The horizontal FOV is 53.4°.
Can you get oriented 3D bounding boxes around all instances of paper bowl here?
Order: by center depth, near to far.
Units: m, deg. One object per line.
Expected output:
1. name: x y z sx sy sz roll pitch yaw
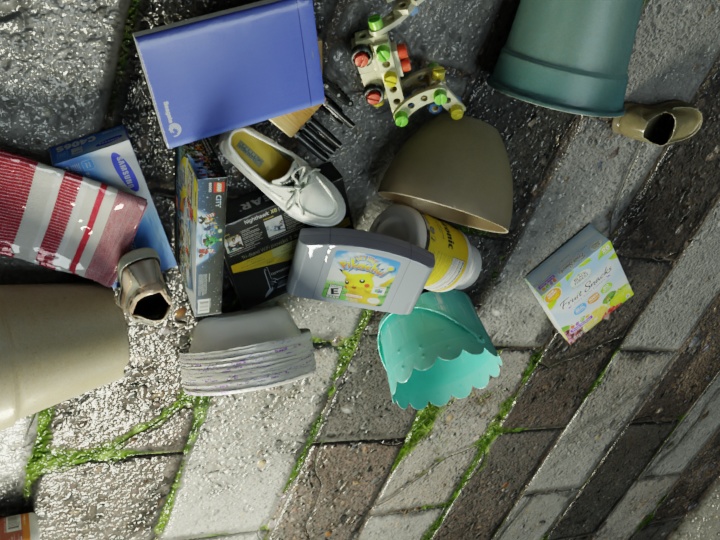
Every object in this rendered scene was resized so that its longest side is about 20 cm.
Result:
1. paper bowl: -0.169 0.114 1.060 0.198 0.200 0.106 -10 92 -23

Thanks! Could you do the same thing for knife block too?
1. knife block: -0.104 -0.215 0.911 0.197 0.064 0.178 -13 130 -21

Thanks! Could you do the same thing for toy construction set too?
1. toy construction set: 0.059 -0.277 0.936 0.129 0.093 0.202 -11 126 11

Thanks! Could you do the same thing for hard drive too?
1. hard drive: -0.142 -0.228 0.817 0.197 0.025 0.133 -20 133 -15

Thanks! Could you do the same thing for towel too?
1. towel: -0.374 -0.061 0.860 0.198 0.023 0.145 19 124 -24

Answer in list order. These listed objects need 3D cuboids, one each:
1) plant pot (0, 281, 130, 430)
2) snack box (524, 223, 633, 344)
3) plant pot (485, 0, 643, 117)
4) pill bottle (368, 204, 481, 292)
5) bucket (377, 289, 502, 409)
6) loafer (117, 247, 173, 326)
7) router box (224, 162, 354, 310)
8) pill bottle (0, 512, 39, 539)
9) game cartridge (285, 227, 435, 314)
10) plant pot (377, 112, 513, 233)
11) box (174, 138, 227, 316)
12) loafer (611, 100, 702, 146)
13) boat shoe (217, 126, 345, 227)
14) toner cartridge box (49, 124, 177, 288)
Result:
1. plant pot: -0.404 0.093 0.914 0.182 0.200 0.203 -12 131 -37
2. snack box: 0.435 0.032 1.419 0.168 0.068 0.200 -40 133 5
3. plant pot: 0.292 -0.333 0.971 0.197 0.200 0.199 -2 119 -28
4. pill bottle: 0.109 -0.027 1.145 0.199 0.112 0.112 18 115 -49
5. bucket: 0.129 0.136 1.241 0.204 0.136 0.208 -13 148 -8
6. loafer: -0.285 0.041 0.957 0.071 0.063 0.201 -21 160 -19
7. router box: -0.108 -0.048 1.049 0.198 0.052 0.159 -23 133 -12
8. pill bottle: -0.608 0.456 1.119 0.197 0.113 0.113 -5 127 -27
9. game cartridge: 0.000 0.000 1.025 0.197 0.041 0.134 10 135 -10
10. plant pot: 0.137 -0.148 1.037 0.198 0.199 0.136 16 92 -38
11. box: -0.208 -0.063 0.920 0.037 0.137 0.202 -6 128 -23
12. loafer: 0.527 -0.250 1.247 0.197 0.068 0.077 -8 129 -25
13. boat shoe: -0.093 -0.122 0.933 0.201 0.086 0.075 39 88 -22
14. toner cartridge box: -0.311 -0.076 0.916 0.094 0.043 0.202 -22 133 -13
